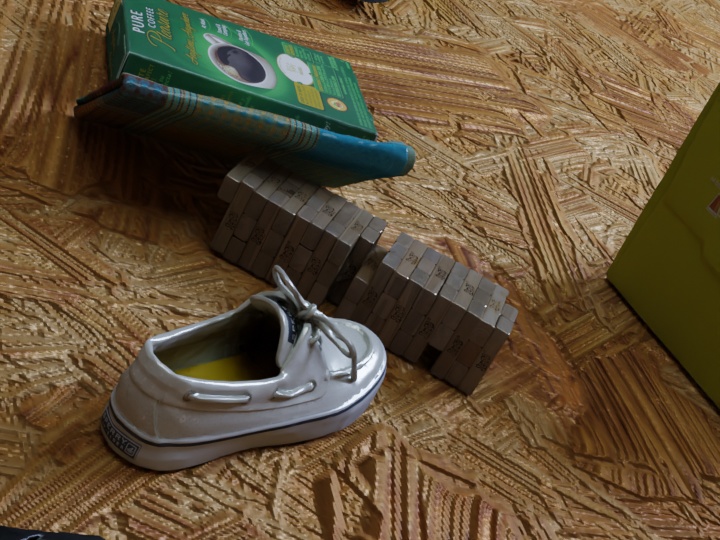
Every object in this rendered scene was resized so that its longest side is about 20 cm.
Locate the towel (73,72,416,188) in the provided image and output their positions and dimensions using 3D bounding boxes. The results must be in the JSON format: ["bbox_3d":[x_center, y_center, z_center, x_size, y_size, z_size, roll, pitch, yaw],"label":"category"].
[{"bbox_3d":[-0.079,-0.091,0.927,0.199,0.022,0.146,14,-6,-23],"label":"towel"}]

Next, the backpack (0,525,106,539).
[{"bbox_3d":[-0.180,0.140,0.437,0.200,0.154,0.164,34,22,-37],"label":"backpack"}]

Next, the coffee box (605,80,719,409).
[{"bbox_3d":[0.345,-0.008,1.049,0.197,0.201,0.200,4,35,-35],"label":"coffee box"}]

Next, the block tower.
[{"bbox_3d":[0.000,0.000,0.892,0.199,0.058,0.054,31,28,2],"label":"block tower"}]

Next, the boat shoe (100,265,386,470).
[{"bbox_3d":[-0.046,0.040,0.752,0.201,0.086,0.075,-9,45,-48],"label":"boat shoe"}]

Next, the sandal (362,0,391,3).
[{"bbox_3d":[-0.037,-0.318,1.369,0.200,0.080,0.087,35,32,30],"label":"sandal"}]

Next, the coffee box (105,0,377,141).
[{"bbox_3d":[-0.092,-0.143,1.057,0.199,0.044,0.123,15,30,-23],"label":"coffee box"}]
